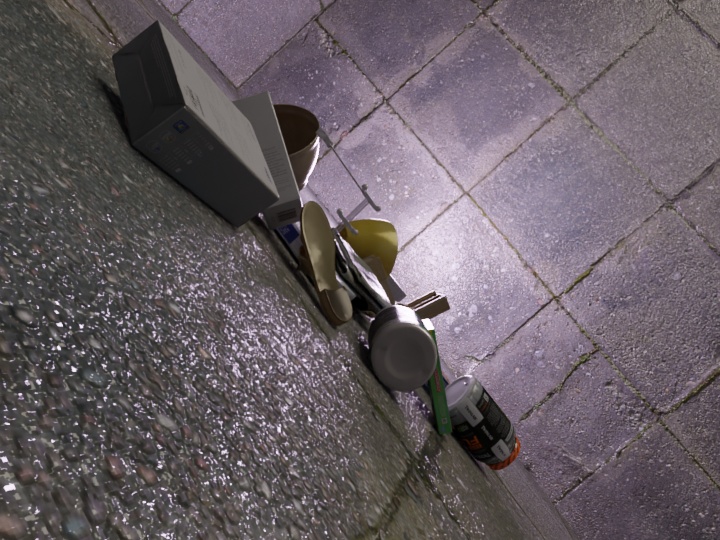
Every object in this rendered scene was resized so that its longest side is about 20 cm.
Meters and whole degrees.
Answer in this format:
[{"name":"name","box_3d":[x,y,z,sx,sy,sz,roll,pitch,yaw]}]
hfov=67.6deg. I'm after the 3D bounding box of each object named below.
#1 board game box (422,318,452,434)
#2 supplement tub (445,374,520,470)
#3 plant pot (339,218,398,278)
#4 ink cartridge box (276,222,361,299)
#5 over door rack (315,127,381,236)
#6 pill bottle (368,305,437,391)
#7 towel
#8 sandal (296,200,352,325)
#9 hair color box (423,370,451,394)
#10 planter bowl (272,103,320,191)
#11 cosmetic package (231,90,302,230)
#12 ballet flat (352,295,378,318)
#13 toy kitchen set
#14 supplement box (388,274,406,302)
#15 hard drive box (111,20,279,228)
[{"name":"board game box","box_3d":[0.150,0.211,1.101,0.135,0.028,0.206,-63,144,-86]},{"name":"supplement tub","box_3d":[0.278,0.357,1.256,0.201,0.122,0.123,50,4,-8]},{"name":"plant pot","box_3d":[-0.007,-0.060,1.519,0.139,0.203,0.201,14,24,-31]},{"name":"ink cartridge box","box_3d":[-0.088,-0.023,1.059,0.201,0.040,0.200,53,3,18]},{"name":"over door rack","box_3d":[-0.064,-0.138,1.025,0.201,0.147,0.067,49,-3,-29]},{"name":"pill bottle","box_3d":[0.069,0.128,0.958,0.114,0.113,0.200,50,4,-7]},{"name":"towel","box_3d":[0.000,0.000,1.166,0.200,0.034,0.194,45,13,-40]},{"name":"sandal","box_3d":[-0.079,-0.005,0.895,0.077,0.069,0.217,2,65,-51]},{"name":"hair color box","box_3d":[0.178,0.267,1.385,0.202,0.060,0.100,53,4,12]},{"name":"planter bowl","box_3d":[-0.180,-0.250,1.182,0.201,0.196,0.137,53,-22,38]},{"name":"cosmetic package","box_3d":[-0.157,-0.187,0.926,0.102,0.069,0.205,95,-22,-74]},{"name":"ballet flat","box_3d":[-0.021,0.046,1.210,0.201,0.066,0.047,53,45,-29]},{"name":"toy kitchen set","box_3d":[0.099,0.037,1.423,0.205,0.177,0.163,69,-13,-10]},{"name":"supplement box","box_3d":[0.057,0.036,1.817,0.200,0.103,0.102,46,4,-40]},{"name":"hard drive box","box_3d":[-0.198,-0.173,0.671,0.200,0.076,0.158,45,18,-58]}]
